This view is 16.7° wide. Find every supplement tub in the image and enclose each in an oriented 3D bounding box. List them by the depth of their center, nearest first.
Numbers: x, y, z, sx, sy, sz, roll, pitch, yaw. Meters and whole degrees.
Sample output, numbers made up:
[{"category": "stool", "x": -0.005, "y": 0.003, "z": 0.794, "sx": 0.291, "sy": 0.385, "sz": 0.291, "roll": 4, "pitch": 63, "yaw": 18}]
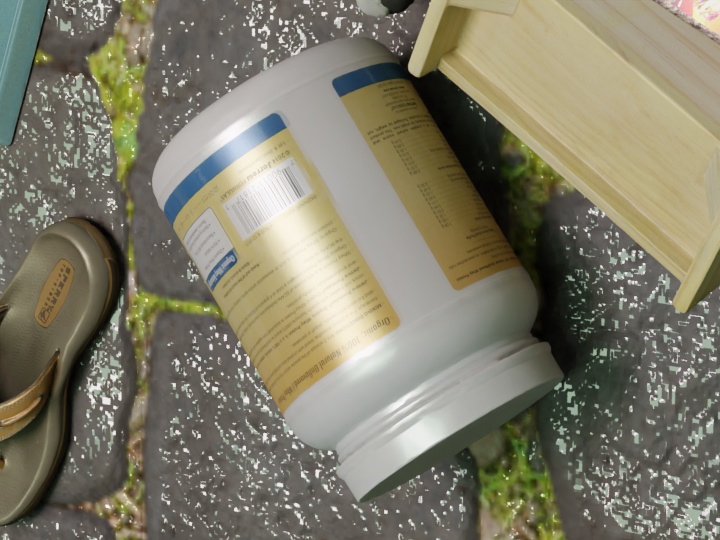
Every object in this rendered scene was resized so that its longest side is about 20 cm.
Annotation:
[{"category": "supplement tub", "x": 0.000, "y": 0.000, "z": 1.237, "sx": 0.144, "sy": 0.144, "sz": 0.201, "roll": -36, "pitch": 79, "yaw": 31}]

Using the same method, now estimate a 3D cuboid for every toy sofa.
[{"category": "toy sofa", "x": 0.129, "y": -0.085, "z": 1.190, "sx": 0.200, "sy": 0.097, "sz": 0.083, "roll": 42, "pitch": 142, "yaw": 18}]

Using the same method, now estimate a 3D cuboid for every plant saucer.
[{"category": "plant saucer", "x": -0.208, "y": -0.174, "z": 1.409, "sx": 0.070, "sy": 0.019, "sz": 0.201, "roll": 28, "pitch": 113, "yaw": 25}]

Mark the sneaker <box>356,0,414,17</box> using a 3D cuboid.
[{"category": "sneaker", "x": 0.058, "y": -0.202, "z": 1.187, "sx": 0.087, "sy": 0.076, "sz": 0.201, "roll": 16, "pitch": 123, "yaw": -11}]

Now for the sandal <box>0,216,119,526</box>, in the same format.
[{"category": "sandal", "x": -0.202, "y": 0.060, "z": 1.427, "sx": 0.080, "sy": 0.054, "sz": 0.201, "roll": 35, "pitch": 115, "yaw": 22}]

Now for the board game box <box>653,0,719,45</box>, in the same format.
[{"category": "board game box", "x": 0.190, "y": -0.188, "z": 1.105, "sx": 0.200, "sy": 0.097, "sz": 0.160, "roll": 37, "pitch": 111, "yaw": 21}]
